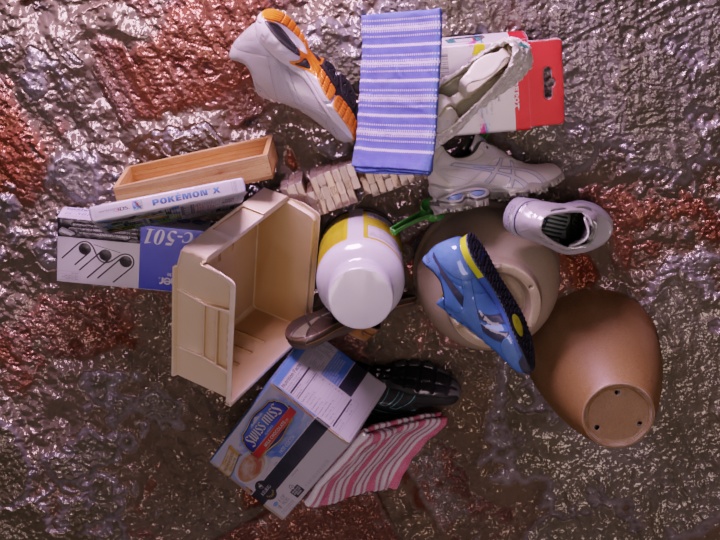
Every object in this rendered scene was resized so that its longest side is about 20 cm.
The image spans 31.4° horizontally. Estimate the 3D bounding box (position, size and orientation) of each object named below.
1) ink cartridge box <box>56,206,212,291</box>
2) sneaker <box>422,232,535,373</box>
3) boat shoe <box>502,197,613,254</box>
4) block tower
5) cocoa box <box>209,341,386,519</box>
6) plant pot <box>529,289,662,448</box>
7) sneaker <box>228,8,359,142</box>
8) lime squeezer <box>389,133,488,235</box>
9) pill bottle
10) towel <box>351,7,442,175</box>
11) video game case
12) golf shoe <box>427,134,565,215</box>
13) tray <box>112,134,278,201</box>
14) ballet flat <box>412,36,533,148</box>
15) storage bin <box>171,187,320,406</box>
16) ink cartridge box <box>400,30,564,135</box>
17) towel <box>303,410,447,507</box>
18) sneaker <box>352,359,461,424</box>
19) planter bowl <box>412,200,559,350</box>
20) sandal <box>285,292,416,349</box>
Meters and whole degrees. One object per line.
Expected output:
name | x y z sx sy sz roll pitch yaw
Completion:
ink cartridge box | -0.302 -0.027 1.710 0.200 0.044 0.094 6 112 -2
sneaker | 0.148 0.048 1.588 0.078 0.066 0.200 -26 106 23
boat shoe | 0.268 -0.050 1.634 0.200 0.067 0.074 1 108 -41
block tower | -0.002 -0.123 1.668 0.200 0.054 0.058 -18 110 6
cocoa box | -0.085 0.205 1.707 0.131 0.133 0.200 38 129 0
plant pot | 0.321 0.147 1.692 0.186 0.200 0.187 0 110 1
sneaker | -0.083 -0.235 1.627 0.092 0.076 0.200 -30 110 31
lime squeezer | 0.107 -0.108 1.671 0.200 0.038 0.071 -47 141 -14
pill bottle | 0.000 0.000 1.636 0.112 0.200 0.112 0 110 1
towel | 0.043 -0.217 1.566 0.024 0.145 0.200 -1 97 -39
video game case | -0.235 -0.078 1.579 0.182 0.200 0.022 -12 90 -7
golf shoe | 0.174 -0.132 1.630 0.200 0.078 0.097 -11 90 -31
tray | -0.209 -0.125 1.644 0.200 0.099 0.037 -13 110 5
ballet flat | 0.120 -0.217 1.552 0.200 0.072 0.072 -40 106 11
storage bin | -0.144 0.027 1.620 0.094 0.200 0.199 21 126 21
ink cartridge box | 0.153 -0.236 1.618 0.200 0.067 0.116 -4 110 2
towel | 0.025 0.258 1.746 0.030 0.200 0.146 48 117 25
sneaker | 0.040 0.170 1.776 0.200 0.075 0.079 4 120 8
planter bowl | 0.170 0.024 1.680 0.200 0.135 0.200 0 111 1
sandal | -0.011 0.072 1.690 0.200 0.082 0.055 -25 116 -38
